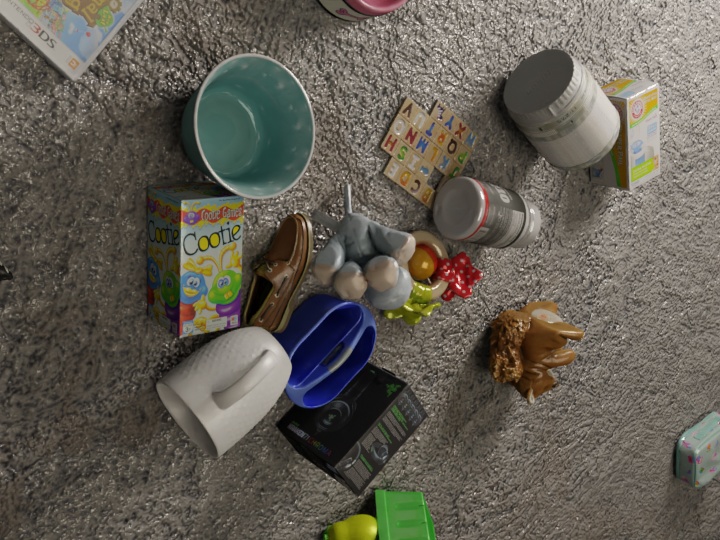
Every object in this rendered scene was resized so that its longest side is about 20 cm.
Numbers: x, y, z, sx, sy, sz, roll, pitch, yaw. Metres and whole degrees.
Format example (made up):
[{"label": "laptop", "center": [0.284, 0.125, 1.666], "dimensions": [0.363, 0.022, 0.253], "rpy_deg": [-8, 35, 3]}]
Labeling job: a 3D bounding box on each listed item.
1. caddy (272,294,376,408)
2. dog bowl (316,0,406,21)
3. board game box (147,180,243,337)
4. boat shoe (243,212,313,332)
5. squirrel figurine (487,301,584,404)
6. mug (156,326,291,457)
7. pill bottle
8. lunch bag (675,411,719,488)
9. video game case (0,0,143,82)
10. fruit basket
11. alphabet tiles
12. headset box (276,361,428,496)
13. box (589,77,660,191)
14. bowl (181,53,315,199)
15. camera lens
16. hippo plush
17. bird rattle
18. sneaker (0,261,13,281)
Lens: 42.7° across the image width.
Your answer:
[{"label": "caddy", "center": [-0.061, 0.134, 1.535], "dimensions": [0.200, 0.105, 0.141], "rpy_deg": [-47, 130, -18]}, {"label": "dog bowl", "center": [0.014, -0.481, 1.406], "dimensions": [0.200, 0.074, 0.201], "rpy_deg": [-15, 115, -36]}, {"label": "board game box", "center": [-0.240, -0.019, 1.335], "dimensions": [0.105, 0.103, 0.200], "rpy_deg": [-10, 111, -37]}, {"label": "boat shoe", "center": [-0.131, 0.004, 1.455], "dimensions": [0.068, 0.072, 0.200], "rpy_deg": [8, 99, -41]}, {"label": "squirrel figurine", "center": [0.336, 0.176, 1.887], "dimensions": [0.200, 0.142, 0.187], "rpy_deg": [1, 116, -25]}, {"label": "mug", "center": [-0.188, 0.168, 1.385], "dimensions": [0.175, 0.200, 0.148], "rpy_deg": [-40, 96, -25]}, {"label": "pill bottle", "center": [0.237, -0.101, 1.695], "dimensions": [0.200, 0.114, 0.114], "rpy_deg": [8, 100, -45]}, {"label": "lunch bag", "center": [0.944, 0.483, 2.515], "dimensions": [0.200, 0.077, 0.161], "rpy_deg": [-28, 120, -30]}, {"label": "video game case", "center": [-0.367, -0.373, 1.161], "dimensions": [0.200, 0.022, 0.182], "rpy_deg": [-54, 131, -12]}, {"label": "fruit basket", "center": [0.039, 0.518, 1.725], "dimensions": [0.215, 0.215, 0.156], "rpy_deg": [-36, 124, -25]}, {"label": "alphabet tiles", "center": [0.118, -0.214, 1.631], "dimensions": [0.200, 0.008, 0.167], "rpy_deg": [32, 84, -42]}, {"label": "headset box", "center": [-0.009, 0.252, 1.574], "dimensions": [0.200, 0.174, 0.093], "rpy_deg": [-45, 129, -17]}, {"label": "box", "center": [0.543, -0.282, 1.897], "dimensions": [0.112, 0.101, 0.200], "rpy_deg": [-26, 120, -31]}, {"label": "bowl", "center": [-0.175, -0.199, 1.311], "dimensions": [0.200, 0.105, 0.201], "rpy_deg": [-1, 91, -41]}, {"label": "camera lens", "center": [0.377, -0.294, 1.715], "dimensions": [0.200, 0.160, 0.160], "rpy_deg": [38, 80, -41]}, {"label": "hippo plush", "center": [0.000, 0.000, 1.516], "dimensions": [0.159, 0.200, 0.161], "rpy_deg": [-40, 145, -17]}, {"label": "bird rattle", "center": [0.125, 0.004, 1.655], "dimensions": [0.200, 0.113, 0.163], "rpy_deg": [-34, 106, -29]}, {"label": "sneaker", "center": [-0.511, 0.071, 1.163], "dimensions": [0.080, 0.071, 0.200], "rpy_deg": [31, 83, -37]}]
